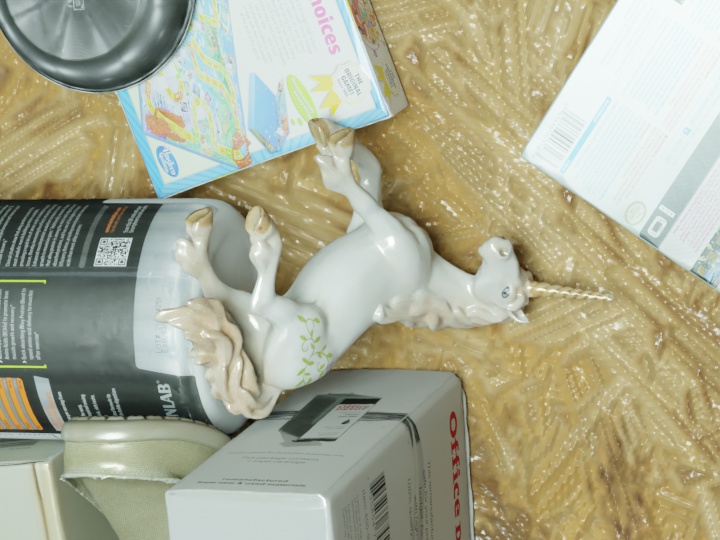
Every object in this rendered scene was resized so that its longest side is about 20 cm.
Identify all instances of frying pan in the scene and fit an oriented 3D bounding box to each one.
[{"bbox_3d":[-0.103,-0.129,1.202,0.189,0.031,0.115,24,110,13],"label":"frying pan"}]

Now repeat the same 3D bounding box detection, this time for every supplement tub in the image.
[{"bbox_3d":[-0.156,0.025,1.240,0.199,0.123,0.123,1,104,16],"label":"supplement tub"}]

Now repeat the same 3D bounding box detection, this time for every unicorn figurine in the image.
[{"bbox_3d":[0.000,0.000,1.186,0.199,0.074,0.138,-32,115,-8],"label":"unicorn figurine"}]

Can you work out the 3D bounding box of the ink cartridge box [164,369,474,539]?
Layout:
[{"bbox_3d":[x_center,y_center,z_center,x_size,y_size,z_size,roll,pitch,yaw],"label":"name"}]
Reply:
[{"bbox_3d":[-0.013,0.144,1.187,0.082,0.200,0.148,0,103,20],"label":"ink cartridge box"}]

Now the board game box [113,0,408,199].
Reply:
[{"bbox_3d":[-0.074,-0.151,1.219,0.134,0.034,0.201,-18,98,20],"label":"board game box"}]

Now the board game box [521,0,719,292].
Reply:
[{"bbox_3d":[0.199,-0.063,1.143,0.200,0.064,0.148,36,112,7],"label":"board game box"}]

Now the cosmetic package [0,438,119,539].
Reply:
[{"bbox_3d":[-0.160,0.182,1.292,0.073,0.104,0.201,-6,103,17],"label":"cosmetic package"}]

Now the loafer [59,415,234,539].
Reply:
[{"bbox_3d":[-0.086,0.124,1.207,0.075,0.200,0.069,-3,66,24],"label":"loafer"}]
